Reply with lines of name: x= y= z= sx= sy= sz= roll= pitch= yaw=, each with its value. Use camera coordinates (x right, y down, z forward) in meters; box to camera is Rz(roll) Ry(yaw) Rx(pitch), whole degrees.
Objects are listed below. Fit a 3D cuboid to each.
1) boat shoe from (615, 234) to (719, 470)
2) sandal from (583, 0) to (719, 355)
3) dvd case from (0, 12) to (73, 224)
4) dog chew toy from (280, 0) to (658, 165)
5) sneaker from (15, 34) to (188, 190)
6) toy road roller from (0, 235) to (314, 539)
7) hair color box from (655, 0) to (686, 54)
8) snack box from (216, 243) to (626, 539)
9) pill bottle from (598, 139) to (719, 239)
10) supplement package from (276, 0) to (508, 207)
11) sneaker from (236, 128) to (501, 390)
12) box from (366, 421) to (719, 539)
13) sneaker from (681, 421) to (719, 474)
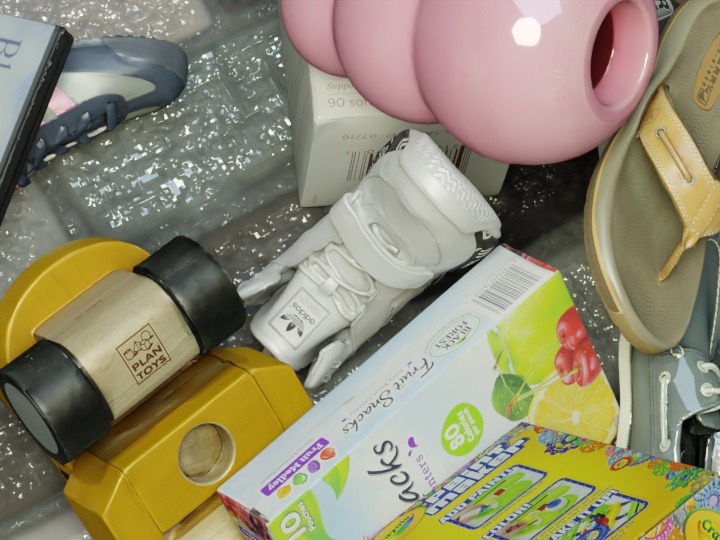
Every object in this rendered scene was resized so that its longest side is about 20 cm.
boat shoe: x=0.169 y=0.072 z=1.394 sx=0.062 sy=0.073 sz=0.201 roll=6 pitch=83 yaw=36
sandal: x=0.167 y=-0.055 z=1.356 sx=0.080 sy=0.054 sz=0.200 roll=35 pitch=66 yaw=-30
dvd case: x=-0.260 y=-0.080 z=1.416 sx=0.200 sy=0.018 sz=0.143 roll=14 pitch=75 yaw=23
dog chew toy: x=0.045 y=-0.123 z=1.333 sx=0.200 sy=0.125 sz=0.125 roll=16 pitch=63 yaw=35
sneaker: x=-0.184 y=-0.067 z=1.454 sx=0.199 sy=0.070 sz=0.082 roll=-14 pitch=64 yaw=-2
toy road roller: x=-0.110 y=0.075 z=1.393 sx=0.123 sy=0.146 sz=0.200 roll=-38 pitch=114 yaw=-18
hair color box: x=0.152 y=-0.162 z=1.448 sx=0.200 sy=0.061 sz=0.102 roll=-26 pitch=88 yaw=-44
snack box: x=0.040 y=0.104 z=1.370 sx=0.200 sy=0.142 sz=0.053 roll=-40 pitch=36 yaw=-19
pill bottle: x=0.236 y=-0.073 z=1.470 sx=0.199 sy=0.120 sz=0.120 roll=-12 pitch=70 yaw=-10
supplement package: x=0.016 y=-0.150 z=1.480 sx=0.117 sy=0.117 sz=0.201 roll=-5 pitch=68 yaw=-7
sneaker: x=0.000 y=0.000 z=1.380 sx=0.115 sy=0.200 sz=0.075 roll=-43 pitch=89 yaw=-13
box: x=0.120 y=0.195 z=1.273 sx=0.122 sy=0.193 sz=0.200 roll=-36 pitch=108 yaw=-18
sneaker: x=0.240 y=0.136 z=1.405 sx=0.075 sy=0.088 sz=0.200 roll=-33 pitch=73 yaw=-15
